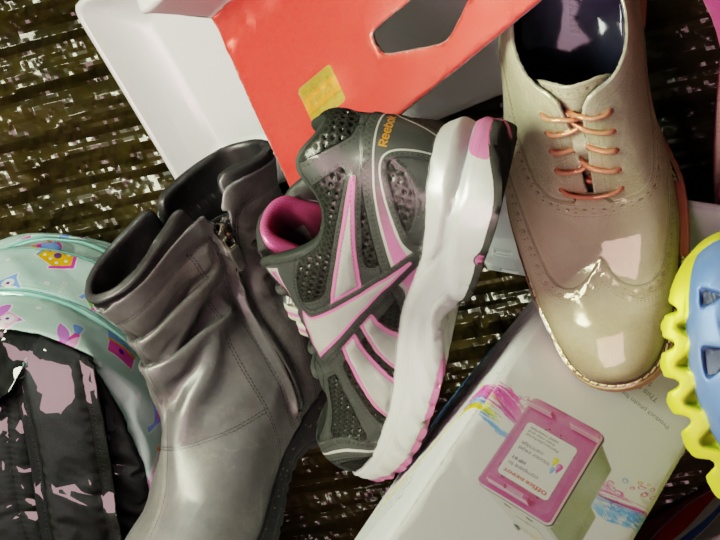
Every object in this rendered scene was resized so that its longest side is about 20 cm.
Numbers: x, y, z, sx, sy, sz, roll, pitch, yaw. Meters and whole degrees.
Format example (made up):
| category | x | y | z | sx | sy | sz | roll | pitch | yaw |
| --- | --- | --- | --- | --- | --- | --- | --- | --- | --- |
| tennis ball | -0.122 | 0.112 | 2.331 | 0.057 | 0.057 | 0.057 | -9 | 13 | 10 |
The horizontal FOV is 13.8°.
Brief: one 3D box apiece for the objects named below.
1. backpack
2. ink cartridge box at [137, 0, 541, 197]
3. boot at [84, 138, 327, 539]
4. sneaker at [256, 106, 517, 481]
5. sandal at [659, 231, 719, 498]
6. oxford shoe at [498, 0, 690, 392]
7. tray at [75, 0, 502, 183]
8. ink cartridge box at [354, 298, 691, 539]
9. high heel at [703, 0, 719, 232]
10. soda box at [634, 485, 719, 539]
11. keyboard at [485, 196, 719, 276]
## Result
| category | x | y | z | sx | sy | sz | roll | pitch | yaw |
| --- | --- | --- | --- | --- | --- | --- | --- | --- | --- |
| backpack | -0.141 | 0.086 | 1.317 | 0.167 | 0.127 | 0.200 | -1 | 121 | 9 |
| ink cartridge box | -0.009 | -0.152 | 1.120 | 0.200 | 0.045 | 0.176 | -38 | 66 | 36 |
| boot | -0.077 | 0.051 | 1.218 | 0.070 | 0.200 | 0.132 | 0 | 137 | 42 |
| sneaker | 0.000 | 0.000 | 1.158 | 0.086 | 0.080 | 0.200 | 17 | 137 | 0 |
| sandal | 0.177 | 0.076 | 1.119 | 0.087 | 0.079 | 0.200 | -17 | 96 | 36 |
| oxford shoe | 0.080 | -0.050 | 1.121 | 0.071 | 0.074 | 0.200 | -9 | 94 | 13 |
| tray | -0.014 | -0.101 | 1.215 | 0.200 | 0.022 | 0.107 | -20 | 107 | 32 |
| ink cartridge box | 0.048 | 0.110 | 1.183 | 0.085 | 0.200 | 0.145 | 37 | 140 | 1 |
| high heel | 0.128 | -0.087 | 1.127 | 0.096 | 0.067 | 0.200 | -29 | 106 | 25 |
| soda box | 0.178 | 0.112 | 1.221 | 0.200 | 0.070 | 0.063 | -35 | 99 | 35 |
| keyboard | 0.122 | -0.009 | 1.176 | 0.200 | 0.011 | 0.056 | 10 | 136 | 36 |
